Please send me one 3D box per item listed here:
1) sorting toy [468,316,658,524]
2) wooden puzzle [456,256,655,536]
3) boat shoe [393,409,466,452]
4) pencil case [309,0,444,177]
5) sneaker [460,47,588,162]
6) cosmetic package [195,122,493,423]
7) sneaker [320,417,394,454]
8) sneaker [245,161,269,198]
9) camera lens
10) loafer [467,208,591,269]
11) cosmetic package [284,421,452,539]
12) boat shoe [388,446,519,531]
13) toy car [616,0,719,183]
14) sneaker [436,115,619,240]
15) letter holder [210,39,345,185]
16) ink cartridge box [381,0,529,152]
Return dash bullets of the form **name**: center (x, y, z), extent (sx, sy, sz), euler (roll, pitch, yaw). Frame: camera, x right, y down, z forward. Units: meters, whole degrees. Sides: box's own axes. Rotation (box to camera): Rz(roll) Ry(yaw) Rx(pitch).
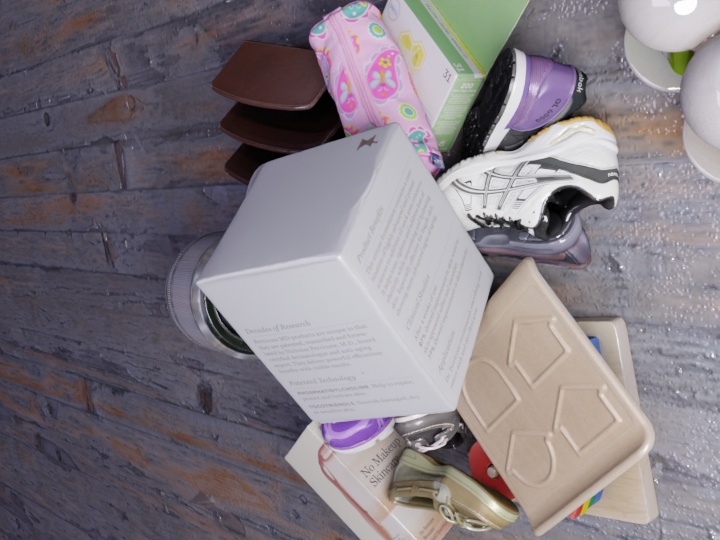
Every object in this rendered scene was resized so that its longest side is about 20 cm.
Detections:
- **sorting toy**: center (0.183, 0.155, 0.946), extent (0.198, 0.069, 0.202), euler (-5, 99, 50)
- **wooden puzzle**: center (0.168, 0.117, 0.864), extent (0.202, 0.046, 0.186), euler (60, 139, 24)
- **boat shoe**: center (0.084, 0.170, 0.993), extent (0.066, 0.200, 0.058), euler (-19, 81, 13)
- **pencil case**: center (0.014, -0.169, 0.930), extent (0.087, 0.086, 0.203), euler (-45, 57, 47)
- **sneaker**: center (0.152, -0.129, 0.883), extent (0.200, 0.086, 0.077), euler (119, 157, -70)
- **cosmetic package**: center (-0.005, 0.009, 0.851), extent (0.164, 0.169, 0.201), euler (-11, 130, 36)
- **sneaker**: center (0.026, 0.119, 1.040), extent (0.200, 0.083, 0.081), euler (-44, 60, 5)
- **sneaker**: center (-0.087, -0.015, 1.056), extent (0.112, 0.072, 0.204), euler (128, 132, -85)
- **camera lens**: center (-0.165, 0.028, 1.224), extent (0.199, 0.158, 0.163), euler (3, 105, 64)
- **loafer**: center (0.142, -0.036, 0.934), extent (0.198, 0.072, 0.063), euler (15, 155, 48)
- **cosmetic package**: center (0.019, 0.249, 1.110), extent (0.200, 0.103, 0.088), euler (43, 136, 9)
- **boat shoe**: center (0.090, 0.236, 0.959), extent (0.064, 0.073, 0.200), euler (-61, 26, -10)
- **toy car**: center (0.281, -0.168, 0.672), extent (0.149, 0.175, 0.202), euler (-32, 75, 14)
- **sneaker**: center (0.142, -0.064, 0.849), extent (0.198, 0.075, 0.089), euler (-24, 61, 37)
- **letter holder**: center (-0.093, -0.174, 1.083), extent (0.199, 0.143, 0.101), euler (21, 158, 45)
- **ink cartridge box**: center (0.080, -0.240, 0.935), extent (0.147, 0.047, 0.201), euler (60, 143, 31)
